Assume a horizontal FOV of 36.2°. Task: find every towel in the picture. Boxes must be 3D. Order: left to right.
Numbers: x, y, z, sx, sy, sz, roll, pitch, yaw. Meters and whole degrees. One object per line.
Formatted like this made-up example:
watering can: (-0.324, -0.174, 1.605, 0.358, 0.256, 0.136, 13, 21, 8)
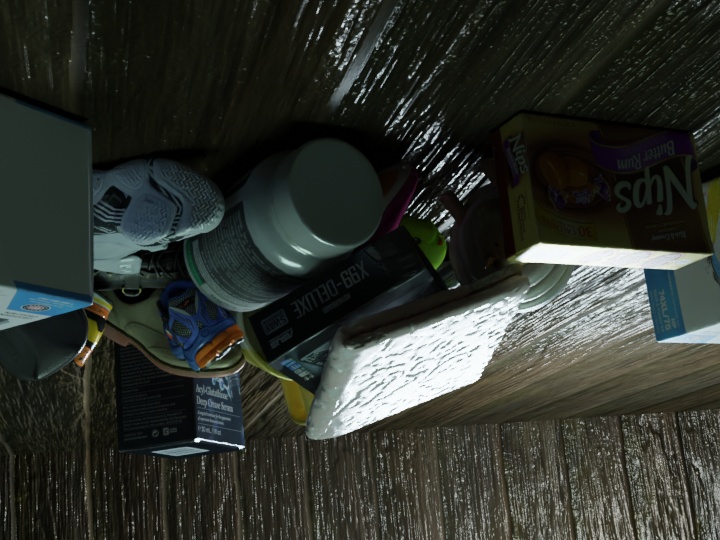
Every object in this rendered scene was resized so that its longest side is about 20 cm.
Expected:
towel: (0.046, 0.077, 0.992, 0.189, 0.033, 0.201, -19, 154, -21)

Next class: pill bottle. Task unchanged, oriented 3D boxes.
pill bottle: (-0.071, -0.039, 0.981, 0.112, 0.115, 0.199, 4, 164, -32)

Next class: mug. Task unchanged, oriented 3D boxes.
mug: (-0.097, 0.074, 1.300, 0.147, 0.189, 0.153, 20, 167, -17)

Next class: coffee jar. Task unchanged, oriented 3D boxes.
coffee jar: (-0.304, 0.026, 1.010, 0.085, 0.105, 0.200, -35, -159, -7)

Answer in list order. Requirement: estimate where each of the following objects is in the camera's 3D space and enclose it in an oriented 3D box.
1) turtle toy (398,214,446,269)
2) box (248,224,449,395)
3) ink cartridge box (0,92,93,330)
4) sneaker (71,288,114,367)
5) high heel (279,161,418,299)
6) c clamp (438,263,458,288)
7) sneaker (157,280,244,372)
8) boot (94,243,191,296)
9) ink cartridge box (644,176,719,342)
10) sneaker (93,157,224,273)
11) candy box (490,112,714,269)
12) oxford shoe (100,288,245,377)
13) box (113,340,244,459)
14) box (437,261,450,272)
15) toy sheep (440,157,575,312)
turtle toy: (0.000, 0.000, 1.150, 0.197, 0.147, 0.102, -12, 125, 23)
box: (0.008, 0.051, 1.000, 0.156, 0.050, 0.200, -30, 155, 5)
ink cartridge box: (-0.324, -0.035, 0.836, 0.198, 0.149, 0.146, -14, 163, 32)
sneaker: (-0.361, 0.046, 1.158, 0.197, 0.091, 0.070, 11, 162, 17)
high heel: (0.012, -0.009, 1.052, 0.095, 0.068, 0.201, 28, 107, -30)
c clamp: (0.106, 0.010, 1.250, 0.199, 0.027, 0.170, -35, -177, -43)
sneaker: (-0.168, 0.043, 1.106, 0.075, 0.079, 0.200, -35, -169, -15)
boot: (-0.210, -0.004, 1.157, 0.171, 0.070, 0.200, 1, 164, -19)
ink cartridge box: (0.416, -0.017, 1.143, 0.145, 0.149, 0.199, 3, 163, -30)
sneaker: (-0.202, -0.047, 0.992, 0.197, 0.076, 0.115, -4, 167, 15)
candy box: (0.215, -0.066, 0.974, 0.197, 0.119, 0.056, 3, 163, -26)
oxford shoe: (-0.220, 0.062, 1.255, 0.197, 0.075, 0.071, 19, -146, 17)
box: (-0.226, 0.125, 1.374, 0.105, 0.203, 0.148, -11, 165, 16)
box: (0.066, 0.068, 1.438, 0.100, 0.114, 0.200, -5, 166, -7)
toy sheep: (0.145, -0.025, 1.055, 0.136, 0.140, 0.200, -10, 167, 18)
